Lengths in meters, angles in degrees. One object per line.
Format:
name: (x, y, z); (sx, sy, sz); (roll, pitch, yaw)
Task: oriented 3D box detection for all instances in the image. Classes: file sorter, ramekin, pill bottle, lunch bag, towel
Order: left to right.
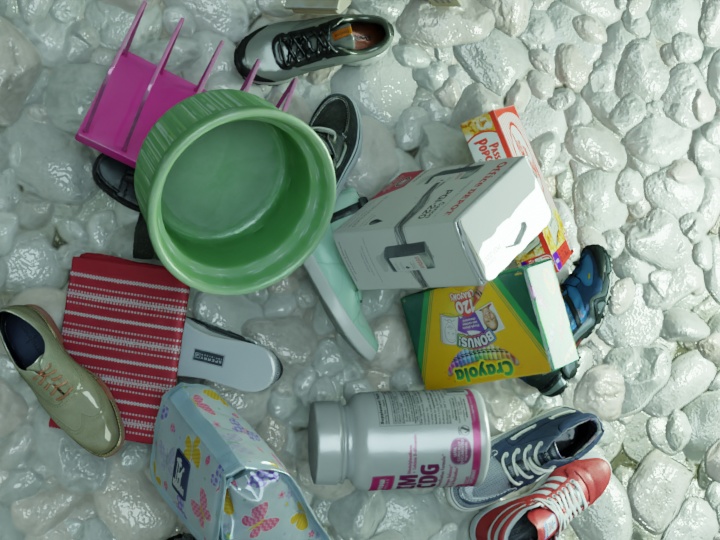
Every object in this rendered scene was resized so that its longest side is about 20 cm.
towel: (-0.268, 0.086, 1.396); (0.143, 0.022, 0.202); (7, 86, 12)
file sorter: (-0.187, -0.184, 1.386); (0.199, 0.125, 0.140); (26, 54, -11)
lunch bag: (-0.141, 0.231, 1.338); (0.127, 0.169, 0.201); (-35, 133, -15)
ramekin: (-0.133, -0.085, 1.268); (0.199, 0.098, 0.201); (-13, 122, -22)
pill bottle: (0.042, 0.197, 1.452); (0.198, 0.113, 0.114); (-1, 87, -9)

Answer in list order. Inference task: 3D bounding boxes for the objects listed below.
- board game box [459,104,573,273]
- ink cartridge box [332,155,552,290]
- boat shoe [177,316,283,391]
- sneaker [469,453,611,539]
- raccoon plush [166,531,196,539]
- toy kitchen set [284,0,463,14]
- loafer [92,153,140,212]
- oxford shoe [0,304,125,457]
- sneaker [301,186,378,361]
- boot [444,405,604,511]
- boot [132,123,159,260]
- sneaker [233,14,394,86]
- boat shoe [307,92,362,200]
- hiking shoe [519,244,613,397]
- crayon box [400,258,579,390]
board game box: (0.189, -0.095, 1.496); (0.046, 0.151, 0.201); (-22, 93, 19)
ink cartridge box: (0.089, -0.050, 1.389); (0.146, 0.199, 0.085); (-42, 117, -36)
boat shoe: (-0.183, 0.088, 1.428); (0.198, 0.068, 0.072); (14, 90, 8)
sneaker: (0.236, 0.285, 1.502); (0.199, 0.112, 0.072); (-27, 94, -15)
raccoon plush: (-0.154, 0.345, 1.382); (0.198, 0.134, 0.098); (4, 84, -15)
toy kitchen set: (0.003, -0.355, 1.502); (0.199, 0.180, 0.165); (7, 79, 26)
loafer: (-0.209, -0.088, 1.431); (0.199, 0.063, 0.072); (24, 83, -12)
oxford shoe: (-0.333, 0.122, 1.355); (0.071, 0.074, 0.200); (-43, 80, 4)
sneaker: (0.000, 0.000, 1.474); (0.118, 0.074, 0.201); (-28, 91, -8)
boot: (0.196, 0.225, 1.506); (0.199, 0.090, 0.073); (-33, 95, -15)
boot: (-0.176, -0.074, 1.362); (0.129, 0.201, 0.068); (10, 50, -4)
sneaker: (-0.053, -0.270, 1.478); (0.199, 0.079, 0.075); (-14, 92, -14)
boat shoe: (-0.043, -0.133, 1.445); (0.071, 0.071, 0.201); (7, 60, 12)
hiking shoe: (0.246, 0.052, 1.539); (0.086, 0.074, 0.201); (26, 80, -13)
crayon box: (0.147, 0.066, 1.448); (0.058, 0.199, 0.120); (-16, 91, -44)
